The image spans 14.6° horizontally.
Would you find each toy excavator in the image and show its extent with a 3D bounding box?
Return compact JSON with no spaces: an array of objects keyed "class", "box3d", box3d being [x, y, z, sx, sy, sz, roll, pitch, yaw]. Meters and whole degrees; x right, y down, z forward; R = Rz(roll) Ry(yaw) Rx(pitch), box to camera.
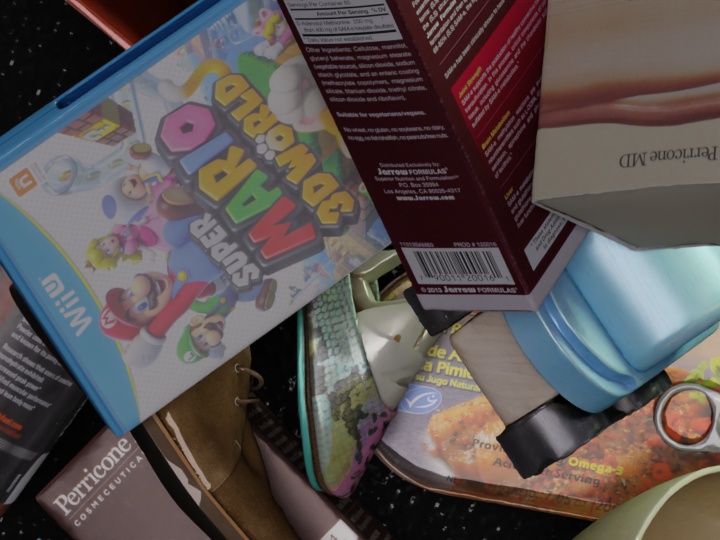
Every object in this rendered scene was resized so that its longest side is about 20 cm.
[{"class":"toy excavator","box3d":[0.149,-0.014,1.227,0.200,0.194,0.100,-34,87,33]}]

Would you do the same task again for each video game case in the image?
[{"class":"video game case","box3d":[-0.054,-0.040,1.163,0.200,0.018,0.143,-35,124,-9]}]

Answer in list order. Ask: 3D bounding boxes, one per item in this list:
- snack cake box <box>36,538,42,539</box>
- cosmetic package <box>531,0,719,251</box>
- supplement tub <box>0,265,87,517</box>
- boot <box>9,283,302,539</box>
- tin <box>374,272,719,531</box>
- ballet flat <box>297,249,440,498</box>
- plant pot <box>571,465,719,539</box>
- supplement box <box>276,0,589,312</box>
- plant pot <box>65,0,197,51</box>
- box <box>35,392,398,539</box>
[{"class":"snack cake box","box3d":[-0.110,0.231,1.273,0.200,0.067,0.115,37,67,20]},{"class":"cosmetic package","box3d":[0.138,-0.116,1.135,0.103,0.087,0.201,-6,73,37]},{"class":"supplement tub","box3d":[-0.156,0.012,1.297,0.107,0.107,0.200,37,95,3]},{"class":"boot","box3d":[-0.064,0.065,1.235,0.075,0.074,0.200,-38,99,-15]},{"class":"tin","box3d":[0.094,0.055,1.309,0.199,0.042,0.112,11,96,6]},{"class":"ballet flat","box3d":[0.000,0.000,1.272,0.071,0.069,0.201,-9,78,10]},{"class":"plant pot","box3d":[0.130,0.197,1.250,0.134,0.200,0.201,-19,90,43]},{"class":"supplement box","box3d":[0.035,-0.092,1.130,0.061,0.109,0.200,1,130,36]},{"class":"plant pot","box3d":[-0.070,-0.205,1.248,0.200,0.176,0.200,39,94,2]},{"class":"box","box3d":[-0.043,0.138,1.307,0.200,0.075,0.100,44,95,5]}]
